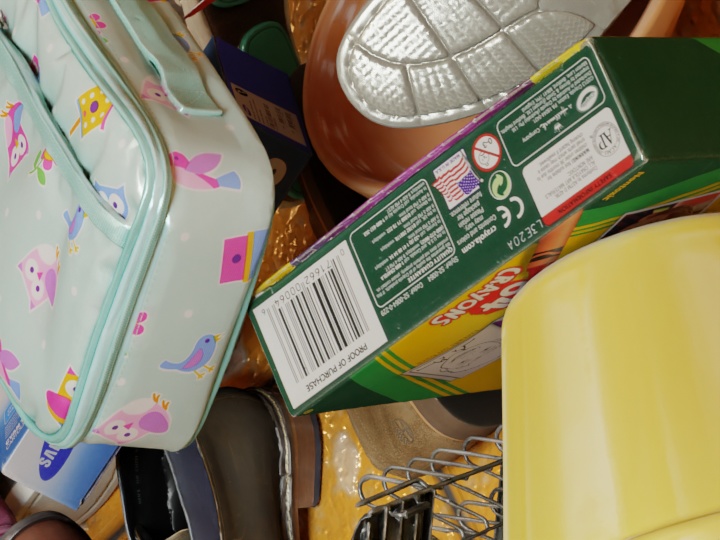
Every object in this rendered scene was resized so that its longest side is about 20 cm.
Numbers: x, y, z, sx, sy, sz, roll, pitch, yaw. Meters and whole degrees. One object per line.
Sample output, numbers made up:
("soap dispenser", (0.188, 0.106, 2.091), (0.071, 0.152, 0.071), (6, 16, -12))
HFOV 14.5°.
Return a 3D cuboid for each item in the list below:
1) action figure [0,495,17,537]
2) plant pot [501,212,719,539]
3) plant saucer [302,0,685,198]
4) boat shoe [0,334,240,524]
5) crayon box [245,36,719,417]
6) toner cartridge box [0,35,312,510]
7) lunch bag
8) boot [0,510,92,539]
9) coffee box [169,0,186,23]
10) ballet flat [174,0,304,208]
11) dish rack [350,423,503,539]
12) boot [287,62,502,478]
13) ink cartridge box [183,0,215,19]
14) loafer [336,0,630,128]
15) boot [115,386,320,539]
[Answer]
("action figure", (-0.207, 0.098, 1.396), (0.149, 0.134, 0.200), (-37, 71, 9))
("plant pot", (0.134, 0.089, 1.030), (0.201, 0.200, 0.189), (-32, 59, 39))
("plant saucer", (0.063, -0.108, 1.196), (0.200, 0.037, 0.201), (-26, 43, 27))
("boat shoe", (-0.126, 0.055, 1.394), (0.200, 0.074, 0.060), (-52, 56, 39))
("crayon box", (0.083, -0.017, 1.107), (0.200, 0.172, 0.058), (-37, 68, 37))
("toner cartridge box", (-0.096, 0.000, 1.266), (0.200, 0.043, 0.095), (-56, 20, 17))
("lunch bag", (-0.113, -0.036, 1.155), (0.200, 0.077, 0.161), (53, 133, 45))
("boot", (-0.096, 0.223, 1.289), (0.200, 0.068, 0.189), (32, 133, 49))
("coffee box", (-0.158, -0.148, 1.355), (0.113, 0.200, 0.080), (-30, 65, 39))
("ballet flat", (-0.065, -0.124, 1.311), (0.069, 0.069, 0.201), (10, 118, 46))
("dish rack", (0.035, 0.134, 1.115), (0.054, 0.200, 0.154), (14, 107, 34))
("boot", (0.000, 0.000, 1.273), (0.075, 0.073, 0.200), (-45, 57, 44))
("ink cartridge box", (0.041, -0.162, 1.142), (0.057, 0.162, 0.200), (50, 132, 3))
("loafer", (0.080, -0.126, 1.122), (0.200, 0.063, 0.072), (-36, 97, 14))
("boot", (-0.069, 0.151, 1.300), (0.075, 0.097, 0.201), (-15, 74, 44))
